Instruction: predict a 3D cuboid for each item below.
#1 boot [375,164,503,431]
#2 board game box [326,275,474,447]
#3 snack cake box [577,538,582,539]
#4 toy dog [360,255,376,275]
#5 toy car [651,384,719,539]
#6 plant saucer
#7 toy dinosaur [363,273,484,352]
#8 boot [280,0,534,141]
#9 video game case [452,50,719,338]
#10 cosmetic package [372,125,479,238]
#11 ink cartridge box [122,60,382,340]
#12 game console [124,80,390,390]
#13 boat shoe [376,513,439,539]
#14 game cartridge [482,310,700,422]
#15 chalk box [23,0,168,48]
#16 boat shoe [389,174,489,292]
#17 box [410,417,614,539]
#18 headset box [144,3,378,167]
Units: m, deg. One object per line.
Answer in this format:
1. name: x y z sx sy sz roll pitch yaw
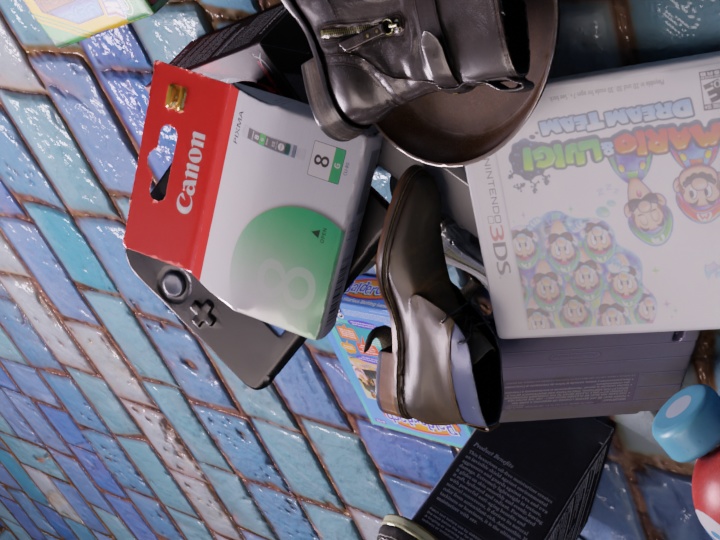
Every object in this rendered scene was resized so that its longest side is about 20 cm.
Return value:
1. boot: 0.067 0.025 0.862 0.096 0.074 0.203 15 115 32
2. board game box: 0.044 0.094 1.193 0.150 0.045 0.202 10 138 39
3. snack cake box: 0.222 0.408 1.257 0.114 0.201 0.067 35 149 5
4. toy dog: 0.000 0.000 0.993 0.131 0.098 0.198 5 168 46
5. toy car: 0.317 0.181 0.832 0.185 0.200 0.176 47 122 -6
6. plant saucer: 0.061 -0.173 0.775 0.198 0.032 0.204 14 110 45
7. toy dinosaur: 0.070 0.062 0.991 0.077 0.199 0.103 43 128 14
8. boot: 0.028 -0.190 0.747 0.173 0.069 0.203 -19 87 42
9. video game case: 0.172 -0.045 0.792 0.197 0.024 0.185 -5 107 29
10. cosmetic package: 0.099 -0.077 0.884 0.199 0.083 0.051 36 146 5
11. ink cartridge box: -0.095 -0.057 0.882 0.197 0.050 0.163 18 107 12
12. game console: -0.087 -0.029 0.922 0.177 0.031 0.201 45 113 11
13. boat shoe: 0.063 0.307 1.040 0.071 0.066 0.202 8 136 45
14. game cartridge: 0.172 0.078 0.956 0.196 0.039 0.130 -3 145 -1
15. chalk box: -0.186 -0.272 0.891 0.198 0.125 0.125 0 132 48
16. boat shoe: 0.110 -0.028 0.947 0.202 0.075 0.065 43 143 -14
17. box: 0.143 0.250 1.139 0.122 0.199 0.202 29 147 22
18. headset box: -0.085 -0.137 1.003 0.198 0.078 0.150 -6 127 48
